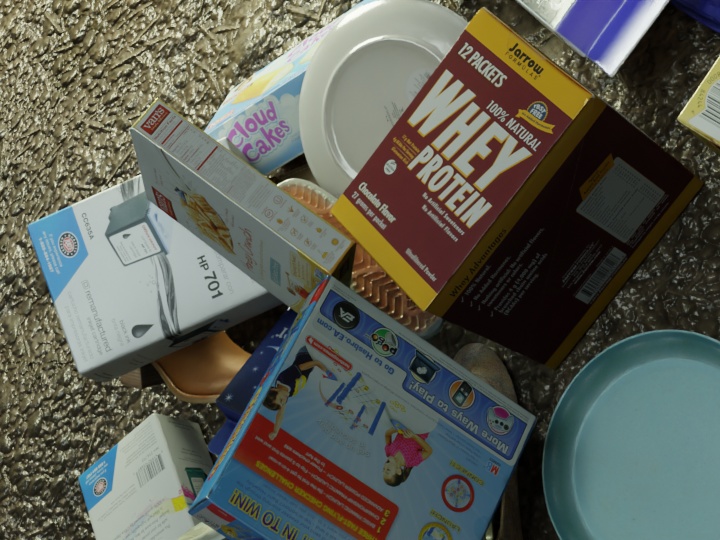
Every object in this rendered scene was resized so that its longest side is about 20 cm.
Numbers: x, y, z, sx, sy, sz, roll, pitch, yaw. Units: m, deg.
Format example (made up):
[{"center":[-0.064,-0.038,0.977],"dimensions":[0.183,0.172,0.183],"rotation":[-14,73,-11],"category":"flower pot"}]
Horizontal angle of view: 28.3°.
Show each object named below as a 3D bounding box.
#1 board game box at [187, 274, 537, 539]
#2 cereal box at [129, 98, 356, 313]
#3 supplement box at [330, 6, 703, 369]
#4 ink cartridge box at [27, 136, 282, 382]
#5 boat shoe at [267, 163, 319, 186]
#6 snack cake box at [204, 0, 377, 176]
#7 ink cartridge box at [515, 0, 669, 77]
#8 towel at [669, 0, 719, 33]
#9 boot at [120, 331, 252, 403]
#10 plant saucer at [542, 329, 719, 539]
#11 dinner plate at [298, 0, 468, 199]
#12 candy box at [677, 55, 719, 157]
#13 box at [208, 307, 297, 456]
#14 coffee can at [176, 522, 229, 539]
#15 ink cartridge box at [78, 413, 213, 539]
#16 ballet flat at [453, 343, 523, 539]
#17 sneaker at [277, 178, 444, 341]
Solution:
[{"center":[0.006,0.142,1.055],"dimensions":[0.197,0.199,0.056],"rotation":[-60,10,-27],"category":"board game box"},{"center":[-0.094,-0.041,1.152],"dimensions":[0.199,0.144,0.040],"rotation":[36,72,10],"category":"cereal box"},{"center":[0.124,-0.057,1.115],"dimensions":[0.198,0.199,0.133],"rotation":[-52,52,11],"category":"supplement box"},{"center":[-0.174,-0.009,1.274],"dimensions":[0.198,0.086,0.148],"rotation":[-24,80,5],"category":"ink cartridge box"},{"center":[-0.097,-0.047,1.365],"dimensions":[0.199,0.069,0.075],"rotation":[-33,58,25],"category":"boat shoe"},{"center":[-0.045,-0.169,1.334],"dimensions":[0.199,0.067,0.116],"rotation":[-29,22,26],"category":"snack cake box"},{"center":[0.214,-0.281,1.175],"dimensions":[0.199,0.043,0.200],"rotation":[-54,30,13],"category":"ink cartridge box"},{"center":[0.326,-0.286,1.139],"dimensions":[0.148,0.049,0.201],"rotation":[42,103,35],"category":"towel"},{"center":[-0.157,0.038,1.347],"dimensions":[0.198,0.076,0.158],"rotation":[8,103,40],"category":"boot"},{"center":[0.230,0.146,1.079],"dimensions":[0.198,0.027,0.203],"rotation":[-14,67,35],"category":"plant saucer"},{"center":[0.031,-0.130,1.218],"dimensions":[0.197,0.024,0.204],"rotation":[4,99,24],"category":"dinner plate"},{"center":[0.329,-0.164,1.047],"dimensions":[0.056,0.116,0.201],"rotation":[38,100,39],"category":"candy box"},{"center":[-0.043,0.090,1.251],"dimensions":[0.120,0.033,0.201],"rotation":[17,61,39],"category":"box"},{"center":[-0.038,0.269,1.116],"dimensions":[0.145,0.146,0.202],"rotation":[-27,89,27],"category":"coffee can"},{"center":[-0.180,0.251,1.332],"dimensions":[0.116,0.067,0.202],"rotation":[-39,55,22],"category":"ink cartridge box"},{"center":[0.095,0.148,1.155],"dimensions":[0.067,0.067,0.203],"rotation":[-20,63,26],"category":"ballet flat"},{"center":[0.000,0.000,1.245],"dimensions":[0.071,0.080,0.200],"rotation":[-43,65,-13],"category":"sneaker"}]
